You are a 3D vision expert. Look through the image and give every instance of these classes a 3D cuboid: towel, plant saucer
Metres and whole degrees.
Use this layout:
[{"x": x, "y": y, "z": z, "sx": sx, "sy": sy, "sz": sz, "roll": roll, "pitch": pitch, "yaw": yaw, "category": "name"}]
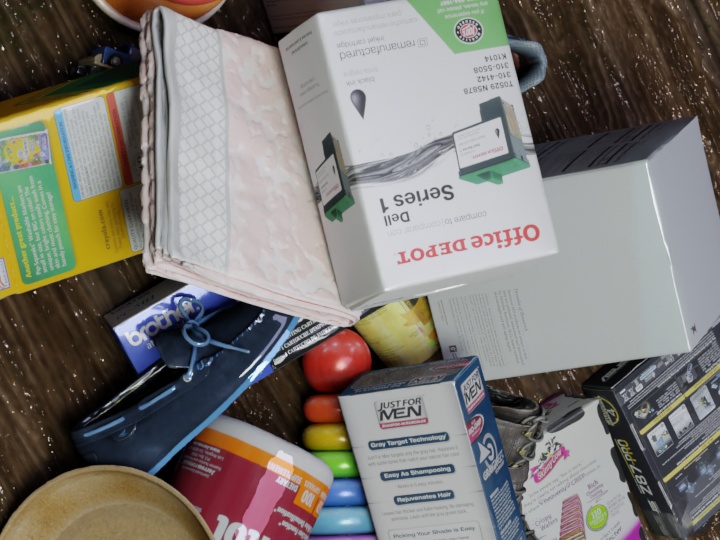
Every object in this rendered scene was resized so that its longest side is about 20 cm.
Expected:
[{"x": -0.075, "y": -0.073, "z": 1.567, "sx": 0.191, "sy": 0.032, "sz": 0.201, "roll": 17, "pitch": 61, "yaw": -43, "category": "towel"}, {"x": -0.173, "y": 0.238, "z": 1.572, "sx": 0.035, "sy": 0.199, "sz": 0.201, "roll": 13, "pitch": 84, "yaw": -66, "category": "plant saucer"}]

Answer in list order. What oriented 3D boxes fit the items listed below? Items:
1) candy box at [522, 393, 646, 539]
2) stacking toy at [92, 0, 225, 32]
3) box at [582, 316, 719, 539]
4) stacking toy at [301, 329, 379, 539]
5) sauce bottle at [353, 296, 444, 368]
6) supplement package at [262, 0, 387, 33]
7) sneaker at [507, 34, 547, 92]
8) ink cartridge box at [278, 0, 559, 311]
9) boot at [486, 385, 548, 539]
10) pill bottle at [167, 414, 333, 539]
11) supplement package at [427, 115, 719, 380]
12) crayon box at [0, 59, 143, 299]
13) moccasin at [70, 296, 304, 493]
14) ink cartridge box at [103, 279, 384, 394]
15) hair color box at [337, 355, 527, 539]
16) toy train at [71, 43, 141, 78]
[{"x": 0.162, "y": 0.222, "z": 1.849, "sx": 0.136, "sy": 0.061, "sz": 0.201, "roll": -28, "pitch": 107, "yaw": -29, "category": "candy box"}, {"x": -0.104, "y": -0.244, "z": 1.573, "sx": 0.146, "sy": 0.200, "sz": 0.147, "roll": -1, "pitch": 93, "yaw": -34, "category": "stacking toy"}, {"x": 0.303, "y": 0.111, "z": 1.947, "sx": 0.200, "sy": 0.049, "sz": 0.162, "roll": -38, "pitch": 110, "yaw": -27, "category": "box"}, {"x": -0.017, "y": 0.145, "z": 1.726, "sx": 0.085, "sy": 0.085, "sz": 0.201, "roll": 2, "pitch": 84, "yaw": -34, "category": "stacking toy"}, {"x": 0.000, "y": 0.000, "z": 1.731, "sx": 0.066, "sy": 0.066, "sz": 0.200, "roll": -50, "pitch": 118, "yaw": -22, "category": "sauce bottle"}, {"x": 0.013, "y": -0.306, "z": 1.681, "sx": 0.191, "sy": 0.147, "sz": 0.201, "roll": -25, "pitch": 105, "yaw": -30, "category": "supplement package"}, {"x": 0.061, "y": -0.151, "z": 1.749, "sx": 0.200, "sy": 0.095, "sz": 0.080, "roll": -22, "pitch": 103, "yaw": -31, "category": "sneaker"}, {"x": 0.042, "y": -0.086, "z": 1.567, "sx": 0.146, "sy": 0.084, "sz": 0.201, "roll": -13, "pitch": 86, "yaw": -23, "category": "ink cartridge box"}, {"x": 0.114, "y": 0.178, "z": 1.723, "sx": 0.069, "sy": 0.199, "sz": 0.175, "roll": -51, "pitch": 159, "yaw": -58, "category": "boot"}, {"x": -0.107, "y": 0.216, "z": 1.637, "sx": 0.113, "sy": 0.113, "sz": 0.201, "roll": 30, "pitch": 78, "yaw": -30, "category": "pill bottle"}, {"x": 0.166, "y": -0.016, "z": 1.734, "sx": 0.151, "sy": 0.199, "sz": 0.152, "roll": -37, "pitch": 115, "yaw": -62, "category": "supplement package"}, {"x": -0.203, "y": -0.066, "z": 1.581, "sx": 0.199, "sy": 0.052, "sz": 0.126, "roll": -20, "pitch": 112, "yaw": -24, "category": "crayon box"}, {"x": -0.123, "y": 0.071, "z": 1.587, "sx": 0.200, "sy": 0.080, "sz": 0.068, "roll": -46, "pitch": 105, "yaw": -4, "category": "moccasin"}, {"x": -0.080, "y": 0.027, "z": 1.656, "sx": 0.200, "sy": 0.044, "sz": 0.094, "roll": -30, "pitch": 109, "yaw": -9, "category": "ink cartridge box"}, {"x": 0.061, "y": 0.171, "z": 1.680, "sx": 0.061, "sy": 0.100, "sz": 0.201, "roll": -40, "pitch": 118, "yaw": -61, "category": "hair color box"}, {"x": -0.124, "y": -0.128, "z": 1.663, "sx": 0.199, "sy": 0.034, "sz": 0.046, "roll": 17, "pitch": 80, "yaw": -33, "category": "toy train"}]
